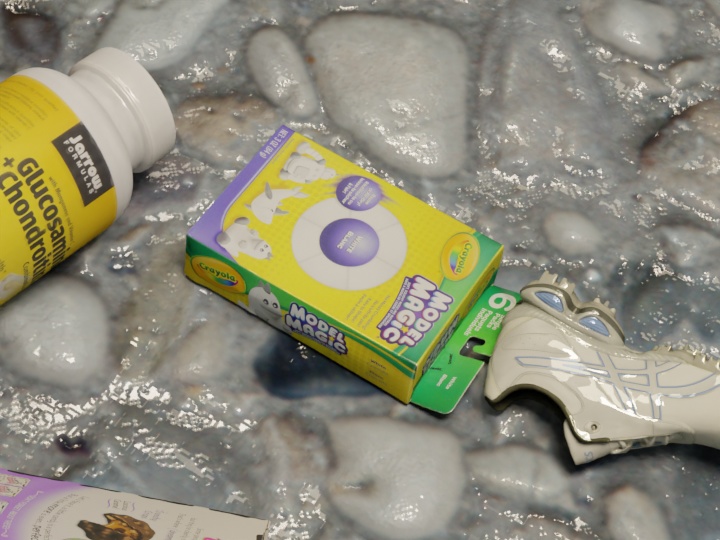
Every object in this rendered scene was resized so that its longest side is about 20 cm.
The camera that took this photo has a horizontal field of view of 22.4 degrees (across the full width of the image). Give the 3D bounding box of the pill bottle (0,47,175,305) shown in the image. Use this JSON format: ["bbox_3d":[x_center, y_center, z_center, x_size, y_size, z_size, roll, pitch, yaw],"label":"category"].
[{"bbox_3d":[-0.213,-0.055,1.125,0.112,0.113,0.200,38,58,20],"label":"pill bottle"}]

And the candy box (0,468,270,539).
[{"bbox_3d":[-0.153,0.164,0.936,0.198,0.168,0.072,11,97,1],"label":"candy box"}]

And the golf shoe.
[{"bbox_3d":[0.168,0.087,1.108,0.199,0.078,0.098,25,71,18],"label":"golf shoe"}]

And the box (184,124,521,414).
[{"bbox_3d":[0.000,0.000,1.154,0.199,0.049,0.118,30,55,13],"label":"box"}]
